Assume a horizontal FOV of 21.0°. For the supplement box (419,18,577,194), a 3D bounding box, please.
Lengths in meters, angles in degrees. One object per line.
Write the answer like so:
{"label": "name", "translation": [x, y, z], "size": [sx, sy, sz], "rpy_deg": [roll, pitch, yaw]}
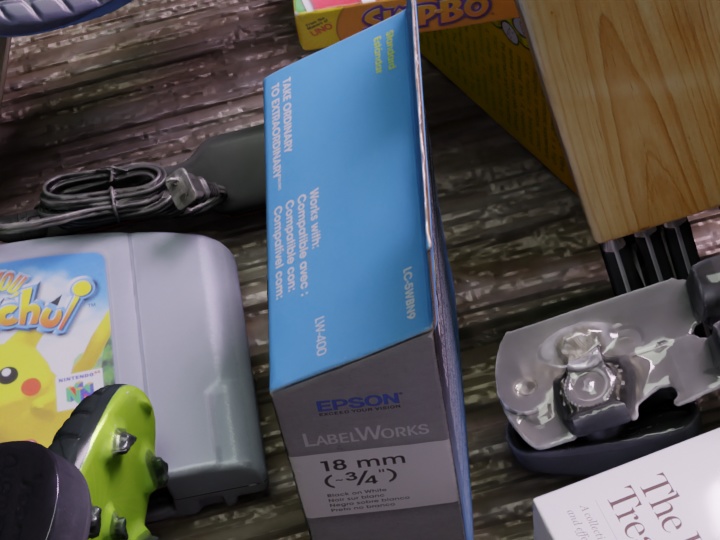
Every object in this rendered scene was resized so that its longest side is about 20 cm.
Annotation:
{"label": "supplement box", "translation": [0.077, -0.147, 0.858], "size": [0.109, 0.110, 0.200], "rpy_deg": [-34, 56, -17]}

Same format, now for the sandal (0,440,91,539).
{"label": "sandal", "translation": [-0.184, 0.098, 0.684], "size": [0.200, 0.043, 0.076], "rpy_deg": [-22, 52, 26]}

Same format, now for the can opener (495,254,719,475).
{"label": "can opener", "translation": [0.148, 0.026, 0.731], "size": [0.200, 0.067, 0.053], "rpy_deg": [-18, 54, 5]}

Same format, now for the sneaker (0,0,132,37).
{"label": "sneaker", "translation": [-0.098, -0.151, 0.816], "size": [0.200, 0.082, 0.074], "rpy_deg": [-36, 91, -28]}

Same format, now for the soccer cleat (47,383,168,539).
{"label": "soccer cleat", "translation": [-0.133, 0.128, 0.693], "size": [0.081, 0.068, 0.200], "rpy_deg": [12, 70, 24]}

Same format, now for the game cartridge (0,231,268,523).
{"label": "game cartridge", "translation": [-0.143, 0.049, 0.789], "size": [0.200, 0.041, 0.133], "rpy_deg": [-11, 49, -1]}

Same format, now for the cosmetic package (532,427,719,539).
{"label": "cosmetic package", "translation": [0.167, 0.141, 0.665], "size": [0.151, 0.052, 0.200], "rpy_deg": [-19, 53, -10]}

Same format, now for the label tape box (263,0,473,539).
{"label": "label tape box", "translation": [0.000, 0.000, 0.700], "size": [0.063, 0.200, 0.144], "rpy_deg": [-6, 52, 4]}

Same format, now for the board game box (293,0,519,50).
{"label": "board game box", "translation": [0.071, -0.144, 0.772], "size": [0.200, 0.030, 0.096], "rpy_deg": [-7, 54, 3]}

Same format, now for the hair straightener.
{"label": "hair straightener", "translation": [-0.081, -0.042, 0.820], "size": [0.200, 0.077, 0.041], "rpy_deg": [-8, 86, 2]}

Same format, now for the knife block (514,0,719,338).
{"label": "knife block", "translation": [0.096, -0.056, 0.730], "size": [0.200, 0.176, 0.064], "rpy_deg": [19, 29, -20]}

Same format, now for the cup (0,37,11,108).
{"label": "cup", "translation": [-0.224, -0.103, 0.834], "size": [0.143, 0.200, 0.201], "rpy_deg": [8, 52, -10]}
